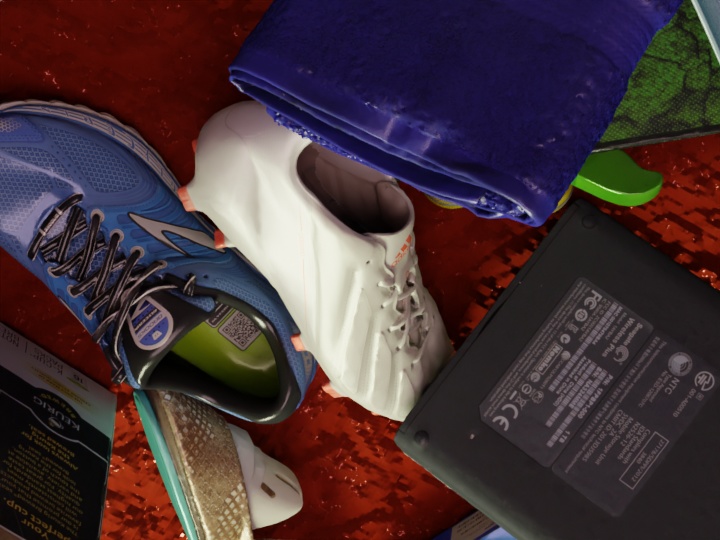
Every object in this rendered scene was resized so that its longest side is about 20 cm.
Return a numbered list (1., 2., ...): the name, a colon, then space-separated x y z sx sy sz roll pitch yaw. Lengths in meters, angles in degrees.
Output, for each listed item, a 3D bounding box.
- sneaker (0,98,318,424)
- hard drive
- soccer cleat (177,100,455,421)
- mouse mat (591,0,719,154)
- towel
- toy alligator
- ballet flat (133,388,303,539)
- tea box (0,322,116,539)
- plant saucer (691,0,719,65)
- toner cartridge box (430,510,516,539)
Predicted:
1. sneaker: -0.097 -0.002 1.008 0.200 0.089 0.079 34 107 -16
2. hard drive: 0.133 0.079 1.000 0.200 0.033 0.140 36 84 21
3. soccer cleat: 0.000 0.000 0.998 0.077 0.069 0.200 -15 136 27
4. mouse mat: 0.162 -0.139 0.949 0.199 0.008 0.162 -8 88 14
5. towel: 0.059 -0.121 0.913 0.147 0.050 0.200 27 75 22
6. toy alligator: 0.034 -0.063 1.012 0.199 0.059 0.054 5 69 3
7. ballet flat: -0.054 0.126 1.084 0.065 0.071 0.201 -17 121 -8
8. tea box: -0.224 0.093 0.986 0.200 0.197 0.134 34 108 -15
9. plant saucer: 0.201 -0.047 0.938 0.070 0.019 0.200 -18 118 21
10. toner cartridge box: 0.095 0.212 1.112 0.095 0.043 0.200 -34 99 16
